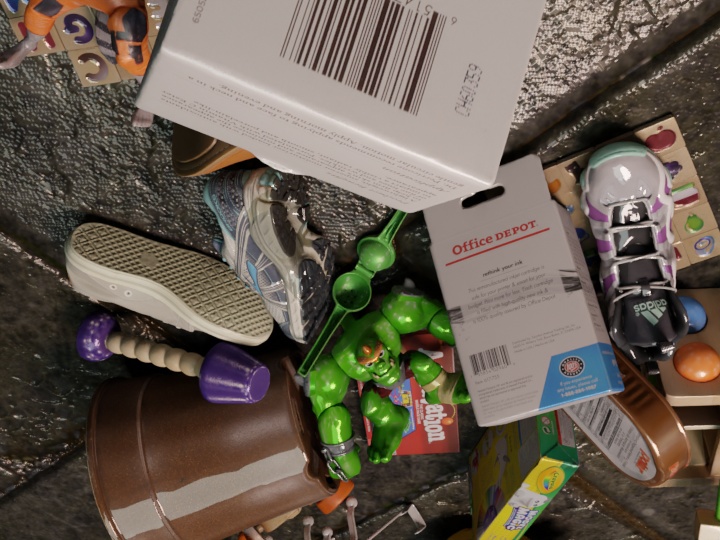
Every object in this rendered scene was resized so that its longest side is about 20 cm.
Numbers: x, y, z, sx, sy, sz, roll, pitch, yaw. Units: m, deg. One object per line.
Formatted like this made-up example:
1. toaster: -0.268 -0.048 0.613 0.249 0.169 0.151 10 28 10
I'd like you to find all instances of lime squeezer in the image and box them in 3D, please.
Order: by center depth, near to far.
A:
1. lime squeezer: 0.000 0.000 0.839 0.038 0.071 0.201 35 100 15

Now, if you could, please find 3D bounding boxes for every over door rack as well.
1. over door rack: -0.037 0.318 1.112 0.147 0.067 0.199 -30 162 28

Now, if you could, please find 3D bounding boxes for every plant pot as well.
1. plant pot: -0.135 0.174 0.932 0.197 0.201 0.201 -18 131 9

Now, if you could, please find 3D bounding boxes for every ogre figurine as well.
1. ogre figurine: 0.024 0.096 0.877 0.199 0.098 0.120 -34 111 18

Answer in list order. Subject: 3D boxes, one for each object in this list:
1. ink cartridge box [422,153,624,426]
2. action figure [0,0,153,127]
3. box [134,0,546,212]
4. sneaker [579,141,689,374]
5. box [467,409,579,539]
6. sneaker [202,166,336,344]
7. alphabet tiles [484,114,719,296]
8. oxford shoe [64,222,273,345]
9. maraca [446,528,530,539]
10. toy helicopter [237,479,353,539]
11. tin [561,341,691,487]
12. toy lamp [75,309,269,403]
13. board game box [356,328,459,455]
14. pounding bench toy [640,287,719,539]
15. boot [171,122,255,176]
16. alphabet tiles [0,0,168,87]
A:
1. ink cartridge box: 0.133 0.018 0.789 0.115 0.202 0.068 -19 166 22
2. action figure: -0.193 -0.218 0.625 0.199 0.105 0.194 31 126 10
3. box: -0.005 -0.163 0.559 0.198 0.202 0.131 20 170 -17
4. sneaker: 0.232 0.004 0.766 0.077 0.141 0.201 -14 133 15
5. box: 0.163 0.210 0.996 0.048 0.118 0.201 15 134 -11
6. sneaker: -0.080 -0.016 0.831 0.086 0.078 0.201 10 139 22
7. alphabet tiles: 0.203 -0.037 0.831 0.199 0.008 0.167 -21 130 21
8. oxford shoe: -0.174 0.019 0.854 0.199 0.076 0.058 23 134 -13
9. maraca: 0.181 0.373 1.161 0.198 0.107 0.138 1 134 0
10. toy helicopter: -0.101 0.280 1.079 0.079 0.132 0.200 45 145 0
11. tin: 0.209 0.106 0.842 0.042 0.200 0.112 -34 152 -12
12. toy lamp: -0.173 0.081 0.873 0.199 0.058 0.058 14 141 28
13. board game box: 0.050 0.129 0.990 0.102 0.020 0.201 -5 134 5
14. pounding bench toy: 0.327 0.130 0.854 0.123 0.201 0.157 -3 135 5
15. boot: -0.047 -0.110 0.728 0.154 0.074 0.199 3 171 -38
16. alphabet tiles: -0.188 -0.222 0.665 0.165 0.006 0.201 -7 134 8
